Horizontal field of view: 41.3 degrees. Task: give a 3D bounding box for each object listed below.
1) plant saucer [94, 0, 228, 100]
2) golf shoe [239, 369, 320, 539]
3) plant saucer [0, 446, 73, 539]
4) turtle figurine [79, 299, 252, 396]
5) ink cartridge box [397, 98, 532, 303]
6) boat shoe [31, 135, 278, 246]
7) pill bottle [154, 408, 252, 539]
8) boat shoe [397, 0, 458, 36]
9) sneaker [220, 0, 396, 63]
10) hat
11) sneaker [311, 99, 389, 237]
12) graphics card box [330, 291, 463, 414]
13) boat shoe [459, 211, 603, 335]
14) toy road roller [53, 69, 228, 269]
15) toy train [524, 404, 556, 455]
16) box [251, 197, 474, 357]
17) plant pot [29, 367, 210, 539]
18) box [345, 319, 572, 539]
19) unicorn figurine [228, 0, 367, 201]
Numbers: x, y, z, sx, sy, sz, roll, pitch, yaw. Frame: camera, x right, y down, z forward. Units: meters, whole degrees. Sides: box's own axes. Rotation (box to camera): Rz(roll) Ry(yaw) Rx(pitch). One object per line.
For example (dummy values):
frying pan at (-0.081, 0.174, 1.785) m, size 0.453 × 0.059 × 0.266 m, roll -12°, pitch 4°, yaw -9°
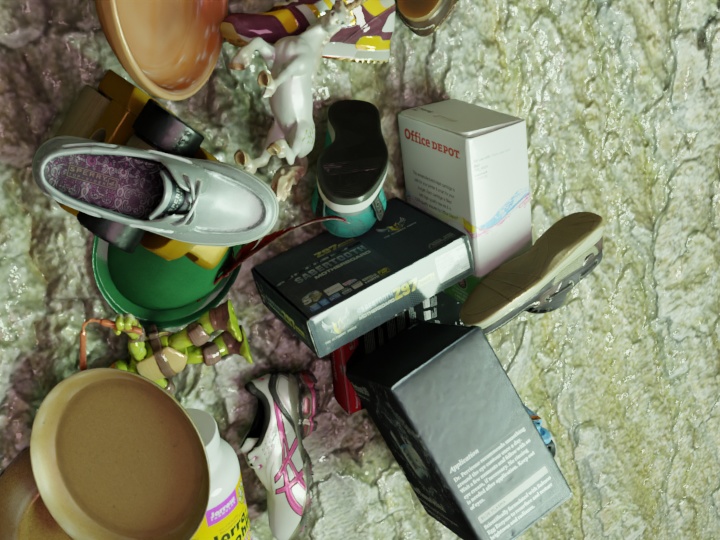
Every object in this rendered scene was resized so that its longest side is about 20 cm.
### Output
plant saucer at (-0.178, -0.256, 0.849) m, size 0.200 × 0.037 × 0.205 m, roll 6°, pitch 90°, yaw -71°
golf shoe at (-0.100, 0.214, 1.103) m, size 0.090 × 0.072 × 0.205 m, roll -1°, pitch 98°, yaw -22°
plant saucer at (-0.296, 0.266, 1.026) m, size 0.196 × 0.035 × 0.205 m, roll -11°, pitch 112°, yaw -27°
turtle figurine at (-0.196, 0.095, 1.000) m, size 0.158 × 0.065 × 0.203 m, roll -19°, pitch 130°, yaw -3°
ink cartridge box at (0.119, -0.077, 1.072) m, size 0.083 × 0.144 × 0.204 m, roll -18°, pitch 116°, yaw -23°
boat shoe at (-0.156, -0.057, 0.745) m, size 0.197 × 0.071 × 0.072 m, roll 11°, pitch 99°, yaw -19°
pill bottle at (-0.175, 0.250, 1.030) m, size 0.103 × 0.104 × 0.204 m, roll -20°, pitch 127°, yaw -21°
boat shoe at (0.100, -0.347, 1.018) m, size 0.202 × 0.070 × 0.070 m, roll -59°, pitch 162°, yaw 3°
sneaker at (-0.050, -0.260, 0.956) m, size 0.197 × 0.074 × 0.092 m, roll -6°, pitch 111°, yaw -38°
hat at (-0.153, -0.009, 0.923) m, size 0.164 × 0.176 × 0.203 m, roll 23°, pitch 96°, yaw -33°
sneaker at (-0.013, -0.080, 0.986) m, size 0.081 × 0.202 × 0.123 m, roll 3°, pitch 124°, yaw 1°
graphics card box at (0.056, 0.079, 1.150) m, size 0.196 × 0.051 × 0.128 m, roll -17°, pitch 114°, yaw -22°
boat shoe at (0.191, 0.014, 1.019) m, size 0.199 × 0.071 × 0.066 m, roll -38°, pitch 119°, yaw -22°
toy road roller at (-0.188, -0.080, 0.872) m, size 0.145 × 0.199 × 0.124 m, roll 33°, pitch 92°, yaw -42°
toy train at (0.155, 0.224, 1.220) m, size 0.196 × 0.114 × 0.089 m, roll -1°, pitch 112°, yaw -29°
box at (0.000, 0.000, 1.026) m, size 0.197 × 0.157 × 0.052 m, roll -26°, pitch 118°, yaw -17°
plant pot at (-0.234, 0.190, 0.945) m, size 0.195 × 0.027 × 0.205 m, roll 4°, pitch 103°, yaw 15°
box at (0.097, 0.169, 1.025) m, size 0.116 × 0.196 × 0.203 m, roll -31°, pitch 96°, yaw -13°
unicorn figurine at (-0.062, -0.172, 0.887) m, size 0.137 × 0.073 × 0.203 m, roll -36°, pitch 149°, yaw -55°
